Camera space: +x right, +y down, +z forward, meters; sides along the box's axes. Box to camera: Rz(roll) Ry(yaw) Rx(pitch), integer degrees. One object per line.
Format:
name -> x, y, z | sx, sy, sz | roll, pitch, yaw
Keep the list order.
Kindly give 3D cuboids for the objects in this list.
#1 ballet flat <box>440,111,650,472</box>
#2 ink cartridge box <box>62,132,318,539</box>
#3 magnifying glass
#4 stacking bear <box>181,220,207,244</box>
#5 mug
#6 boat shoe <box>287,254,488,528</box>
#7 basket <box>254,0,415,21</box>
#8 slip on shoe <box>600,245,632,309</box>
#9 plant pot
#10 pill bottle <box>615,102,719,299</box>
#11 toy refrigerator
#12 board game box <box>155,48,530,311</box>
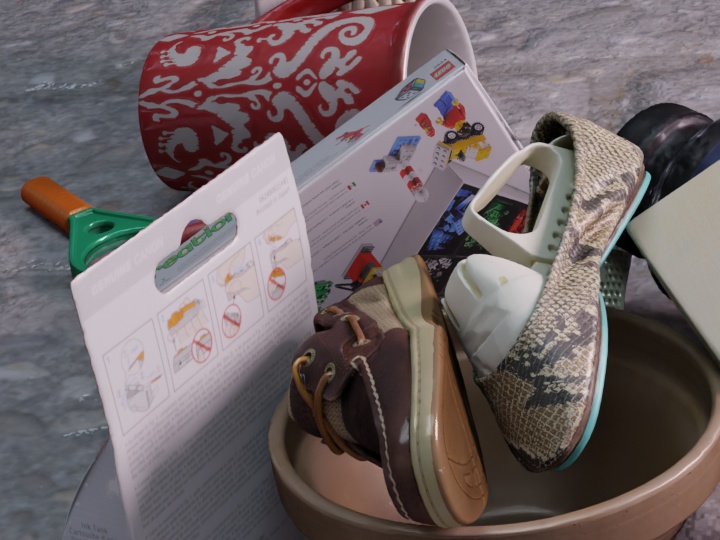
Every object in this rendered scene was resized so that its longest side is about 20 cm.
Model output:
ballet flat -> 0.074, 0.000, 0.820 | 0.075, 0.068, 0.200 | 32, 43, -10
ink cartridge box -> -0.075, 0.059, 0.845 | 0.047, 0.200, 0.160 | 6, 29, 31
magnifying glass -> -0.175, -0.025, 1.259 | 0.080, 0.022, 0.200 | -22, 31, -25
stacking bear -> -0.062, 0.000, 1.079 | 0.114, 0.122, 0.200 | 4, 18, 8
mug -> -0.029, -0.119, 1.287 | 0.200, 0.134, 0.178 | -2, 26, 24
boat shoe -> 0.006, 0.053, 0.781 | 0.072, 0.072, 0.200 | -17, 22, 4
basket -> -0.019, -0.214, 1.400 | 0.123, 0.200, 0.136 | -3, 26, -2
slip on shoe -> 0.099, 0.028, 1.025 | 0.061, 0.074, 0.200 | -36, 17, 35
plant pot -> 0.064, 0.098, 0.847 | 0.200, 0.093, 0.201 | -6, 26, 3
pill bottle -> 0.219, -0.015, 0.983 | 0.112, 0.112, 0.200 | -25, 37, -31
toy refrigerator -> 0.201, 0.044, 0.834 | 0.070, 0.076, 0.200 | -35, 49, 6
board game box -> 0.000, 0.000, 0.946 | 0.200, 0.126, 0.035 | -36, 27, 0
